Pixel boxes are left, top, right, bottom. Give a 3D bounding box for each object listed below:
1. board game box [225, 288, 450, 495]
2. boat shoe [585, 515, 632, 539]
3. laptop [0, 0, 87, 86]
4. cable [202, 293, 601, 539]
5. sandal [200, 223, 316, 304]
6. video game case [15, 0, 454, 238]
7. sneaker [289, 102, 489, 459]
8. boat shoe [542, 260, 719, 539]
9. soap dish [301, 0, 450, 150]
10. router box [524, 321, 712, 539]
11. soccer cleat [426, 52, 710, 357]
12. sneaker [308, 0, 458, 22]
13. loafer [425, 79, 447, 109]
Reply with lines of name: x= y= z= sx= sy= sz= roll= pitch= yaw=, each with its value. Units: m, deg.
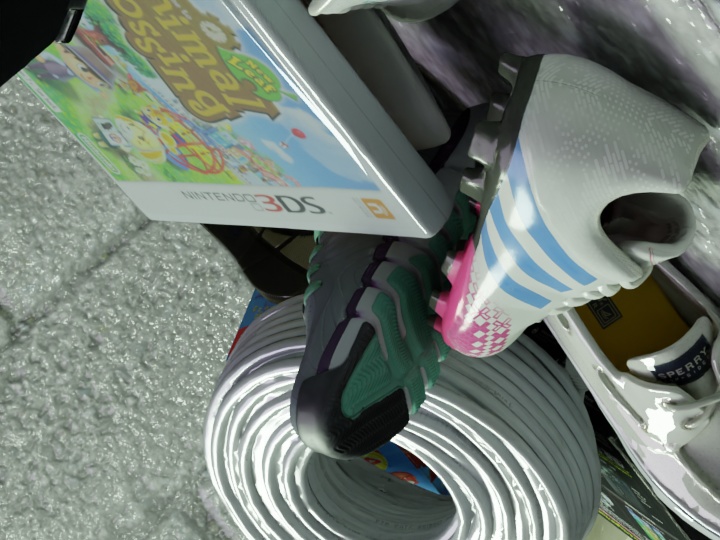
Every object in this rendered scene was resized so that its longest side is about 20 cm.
board game box: x=0.026 y=0.044 z=1.016 sx=0.196 sy=0.056 sz=0.200 roll=51 pitch=-144 yaw=-27
boat shoe: x=0.194 y=0.171 z=1.191 sx=0.063 sy=0.074 sz=0.201 roll=12 pitch=159 yaw=2
laptop: x=-0.108 y=-0.157 z=0.484 sx=0.116 sy=0.188 sz=0.200 roll=-7 pitch=-137 yaw=-48
cable: x=0.020 y=0.095 z=0.866 sx=0.199 sy=0.069 sz=0.200 roll=4 pitch=130 yaw=21
sandal: x=-0.043 y=-0.035 z=0.947 sx=0.057 sy=0.080 sz=0.201 roll=24 pitch=-158 yaw=-34
video game case: x=-0.082 y=-0.086 z=0.661 sx=0.182 sy=0.022 sz=0.200 roll=5 pitch=144 yaw=47
sneaker: x=0.000 y=0.000 z=0.765 sx=0.087 sy=0.200 sz=0.075 roll=10 pitch=135 yaw=25
boat shoe: x=0.136 y=0.043 z=0.752 sx=0.200 sy=0.071 sz=0.070 roll=54 pitch=177 yaw=7
soap dish: x=-0.051 y=-0.129 z=0.739 sx=0.200 sy=0.081 sz=0.157 roll=52 pitch=-171 yaw=-37
router box: x=0.154 y=0.095 z=0.955 sx=0.150 sy=0.062 sz=0.200 roll=52 pitch=173 yaw=-23
soccer cleat: x=0.077 y=-0.008 z=0.665 sx=0.086 sy=0.070 sz=0.200 roll=20 pitch=157 yaw=6
sneaker: x=0.000 y=-0.122 z=0.595 sx=0.070 sy=0.080 sz=0.200 roll=45 pitch=175 yaw=8
loafer: x=0.009 y=-0.076 z=0.917 sx=0.200 sy=0.073 sz=0.072 roll=56 pitch=-172 yaw=32
